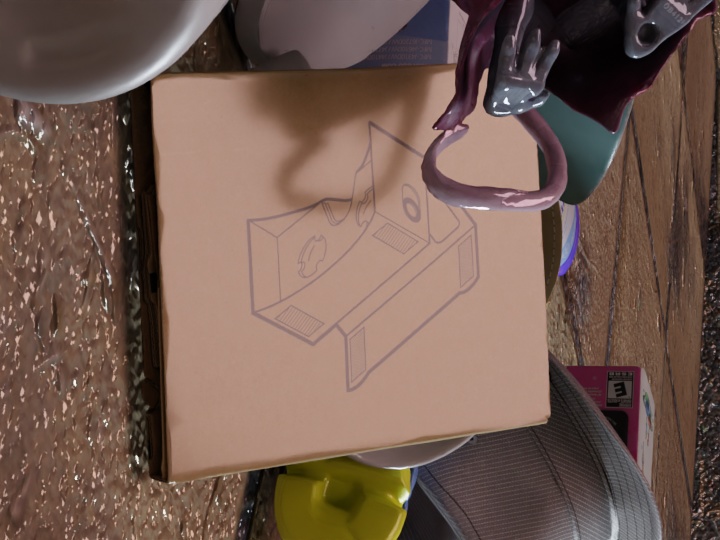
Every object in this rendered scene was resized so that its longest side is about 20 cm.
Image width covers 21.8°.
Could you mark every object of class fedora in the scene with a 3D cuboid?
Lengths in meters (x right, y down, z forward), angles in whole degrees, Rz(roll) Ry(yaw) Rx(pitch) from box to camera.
[{"bbox_3d":[0.062,0.113,1.012,0.200,0.090,0.177,52,-27,21],"label":"fedora"}]

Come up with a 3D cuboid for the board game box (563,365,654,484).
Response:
[{"bbox_3d":[0.105,0.162,1.177,0.064,0.147,0.201,63,30,-61],"label":"board game box"}]

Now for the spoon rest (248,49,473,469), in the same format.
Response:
[{"bbox_3d":[0.000,0.000,0.846,0.200,0.099,0.061,64,-9,-15],"label":"spoon rest"}]

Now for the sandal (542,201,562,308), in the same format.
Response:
[{"bbox_3d":[0.093,0.036,1.318,0.070,0.077,0.213,144,-47,-84],"label":"sandal"}]

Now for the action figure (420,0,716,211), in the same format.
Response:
[{"bbox_3d":[0.067,-0.126,0.805,0.200,0.134,0.149,49,-54,54],"label":"action figure"}]

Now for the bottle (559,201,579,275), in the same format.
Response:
[{"bbox_3d":[0.118,-0.068,1.385,0.200,0.065,0.084,63,31,-59],"label":"bottle"}]

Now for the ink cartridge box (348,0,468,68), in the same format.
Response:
[{"bbox_3d":[0.029,-0.093,1.036,0.136,0.076,0.201,42,48,-69],"label":"ink cartridge box"}]

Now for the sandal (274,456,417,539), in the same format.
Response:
[{"bbox_3d":[0.005,0.064,0.939,0.087,0.079,0.200,93,17,-64],"label":"sandal"}]

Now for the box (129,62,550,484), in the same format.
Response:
[{"bbox_3d":[-0.004,-0.005,0.791,0.199,0.021,0.164,-6,95,-35],"label":"box"}]

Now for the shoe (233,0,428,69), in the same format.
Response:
[{"bbox_3d":[-0.009,-0.164,0.919,0.200,0.091,0.072,-38,136,-33],"label":"shoe"}]

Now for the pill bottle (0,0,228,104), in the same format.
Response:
[{"bbox_3d":[-0.070,-0.144,0.588,0.200,0.119,0.120,-64,149,-58],"label":"pill bottle"}]

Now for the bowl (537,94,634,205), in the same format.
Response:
[{"bbox_3d":[0.103,-0.148,1.189,0.201,0.105,0.202,-172,-90,-81],"label":"bowl"}]
